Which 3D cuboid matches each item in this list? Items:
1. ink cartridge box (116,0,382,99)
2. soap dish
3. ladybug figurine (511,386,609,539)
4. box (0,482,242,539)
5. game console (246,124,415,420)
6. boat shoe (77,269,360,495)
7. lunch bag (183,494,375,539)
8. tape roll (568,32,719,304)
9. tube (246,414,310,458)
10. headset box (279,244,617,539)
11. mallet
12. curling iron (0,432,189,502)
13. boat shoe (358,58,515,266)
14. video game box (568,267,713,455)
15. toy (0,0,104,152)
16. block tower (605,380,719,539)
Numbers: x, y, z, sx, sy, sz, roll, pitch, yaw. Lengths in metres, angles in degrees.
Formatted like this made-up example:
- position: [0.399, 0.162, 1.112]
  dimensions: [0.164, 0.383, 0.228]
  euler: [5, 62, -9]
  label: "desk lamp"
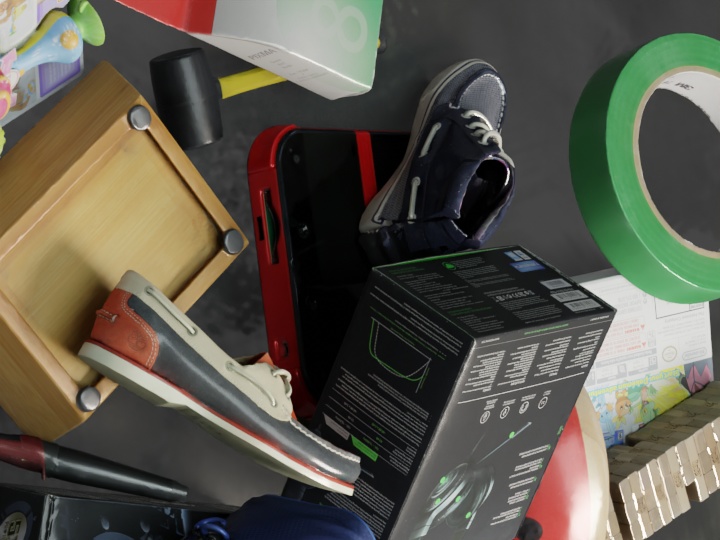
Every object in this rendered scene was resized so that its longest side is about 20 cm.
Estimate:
- position: [-0.068, -0.222, 1.654]
  dimensions: [0.199, 0.050, 0.162]
  euler: [23, 65, -38]
  label: "ink cartridge box"
- position: [-0.175, -0.010, 1.585]
  dimensions: [0.200, 0.081, 0.158]
  euler: [-48, 119, -24]
  label: "soap dish"
- position: [0.111, 0.153, 1.775]
  dimensions: [0.072, 0.135, 0.202]
  euler: [-9, 103, -43]
  label: "ladybug figurine"
- position: [-0.150, 0.228, 1.616]
  dimensions: [0.199, 0.086, 0.165]
  euler: [11, 86, -37]
  label: "box"
- position: [0.000, 0.000, 1.722]
  dimensions: [0.176, 0.031, 0.202]
  euler: [0, 80, -48]
  label: "game console"
- position: [-0.078, 0.074, 1.553]
  dimensions: [0.199, 0.071, 0.063]
  euler: [32, 76, -15]
  label: "boat shoe"
- position: [-0.058, 0.240, 1.546]
  dimensions: [0.132, 0.135, 0.201]
  euler: [-30, 109, -34]
  label: "lunch bag"
- position: [0.248, -0.077, 1.893]
  dimensions: [0.199, 0.048, 0.202]
  euler: [9, 73, -32]
  label: "tape roll"
- position: [-0.004, 0.077, 1.745]
  dimensions: [0.199, 0.052, 0.058]
  euler: [-23, 141, -38]
  label: "tube"
- position: [0.055, 0.098, 1.649]
  dimensions: [0.174, 0.093, 0.201]
  euler: [-10, 127, -52]
  label: "headset box"
- position: [-0.057, -0.125, 1.699]
  dimensions: [0.199, 0.041, 0.066]
  euler: [-12, 99, -40]
  label: "mallet"
- position: [-0.203, 0.123, 1.566]
  dimensions: [0.199, 0.050, 0.026]
  euler: [15, 119, -21]
  label: "curling iron"
- position: [0.079, -0.078, 1.736]
  dimensions: [0.075, 0.092, 0.201]
  euler: [48, 49, -27]
  label: "boat shoe"
- position: [0.185, 0.093, 1.887]
  dimensions: [0.199, 0.047, 0.184]
  euler: [-11, 97, -37]
  label: "video game box"
- position: [-0.231, -0.101, 1.522]
  dimensions: [0.200, 0.047, 0.116]
  euler: [-42, 155, -31]
  label: "toy"
- position: [0.221, 0.150, 1.857]
  dimensions: [0.199, 0.058, 0.054]
  euler: [-30, 113, -33]
  label: "block tower"
